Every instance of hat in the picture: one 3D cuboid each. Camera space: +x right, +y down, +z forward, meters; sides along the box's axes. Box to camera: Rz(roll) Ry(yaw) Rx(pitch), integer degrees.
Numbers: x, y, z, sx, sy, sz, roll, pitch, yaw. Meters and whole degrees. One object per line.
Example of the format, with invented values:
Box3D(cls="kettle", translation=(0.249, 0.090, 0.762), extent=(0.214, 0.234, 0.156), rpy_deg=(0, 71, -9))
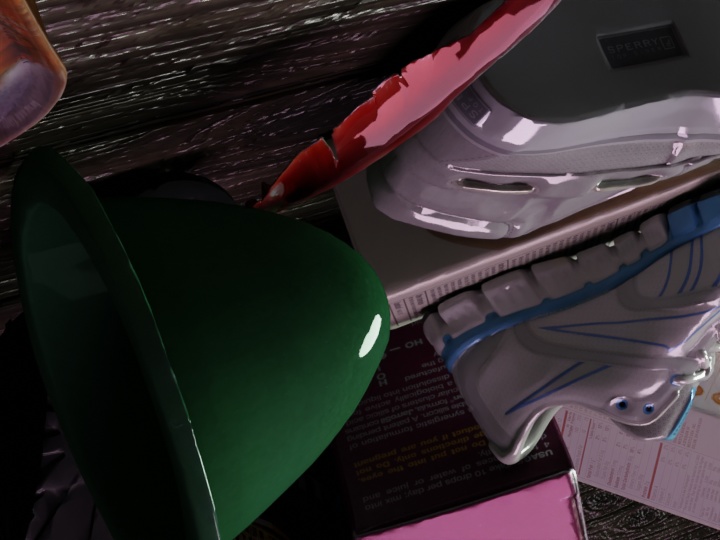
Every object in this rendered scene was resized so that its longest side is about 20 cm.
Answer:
Box3D(cls="hat", translation=(-0.006, 0.009, 0.678), extent=(0.175, 0.167, 0.200), rpy_deg=(-21, 178, -20))

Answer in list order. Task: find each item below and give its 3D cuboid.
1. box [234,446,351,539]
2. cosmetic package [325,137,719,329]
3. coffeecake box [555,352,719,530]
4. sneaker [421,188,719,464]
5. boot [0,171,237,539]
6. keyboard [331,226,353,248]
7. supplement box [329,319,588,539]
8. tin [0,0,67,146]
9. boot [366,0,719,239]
Box3D(cls="box", translation=(-0.034, 0.135, 1.012), extent=(0.050, 0.199, 0.200), rpy_deg=(-41, 127, 17))
Box3D(cls="cosmetic package", translation=(0.089, -0.046, 0.846), extent=(0.199, 0.072, 0.105), rpy_deg=(-20, 171, -1))
Box3D(cls="coffeecake box", translation=(0.185, 0.065, 1.133), extent=(0.199, 0.074, 0.154), rpy_deg=(18, -149, 15))
Box3D(cls="sneaker", translation=(0.129, 0.021, 0.831), extent=(0.199, 0.087, 0.075), rpy_deg=(-25, 169, 20))
Box3D(cls="boot", translation=(-0.113, 0.044, 0.832), extent=(0.073, 0.200, 0.162), rpy_deg=(13, -172, -21))
Box3D(cls="keyboard", translation=(0.000, 0.000, 1.111), extent=(0.126, 0.021, 0.200), rpy_deg=(-23, 170, 17))
Box3D(cls="supplement box", translation=(0.042, 0.092, 0.961), extent=(0.102, 0.132, 0.201), rpy_deg=(-16, -145, -1))
Box3D(cls="tin", translation=(-0.127, -0.050, 0.428), extent=(0.111, 0.042, 0.200), rpy_deg=(-24, 172, -4))
Box3D(cls="boot", translation=(0.096, -0.061, 0.760), extent=(0.199, 0.074, 0.096), rpy_deg=(-5, 157, -30))
